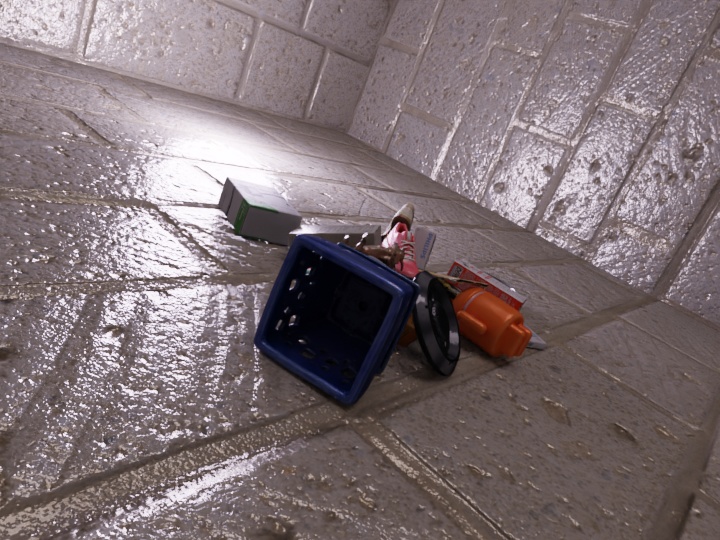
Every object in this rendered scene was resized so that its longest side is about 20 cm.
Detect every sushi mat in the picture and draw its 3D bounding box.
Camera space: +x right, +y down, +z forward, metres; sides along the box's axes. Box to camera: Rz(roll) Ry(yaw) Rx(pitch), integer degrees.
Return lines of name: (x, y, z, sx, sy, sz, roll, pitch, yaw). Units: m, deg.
sushi mat: (0.209, 0.017, 1.329, 0.095, 0.012, 0.200, 12, 2, -28)

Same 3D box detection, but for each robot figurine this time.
robot figurine: (0.283, 0.114, 1.245, 0.143, 0.117, 0.200, -33, 50, -26)

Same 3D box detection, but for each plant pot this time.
plant pot: (-0.023, 0.067, 0.899, 0.199, 0.202, 0.179, 29, 13, 19)

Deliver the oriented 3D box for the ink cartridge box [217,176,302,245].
ink cartridge box: (-0.254, -0.150, 1.381, 0.145, 0.085, 0.200, 10, 22, -35)

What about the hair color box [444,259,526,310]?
hair color box: (0.326, 0.049, 1.447, 0.199, 0.064, 0.111, 35, 15, 17)

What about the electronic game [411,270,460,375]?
electronic game: (0.143, 0.099, 1.059, 0.041, 0.202, 0.200, -16, 2, 25)

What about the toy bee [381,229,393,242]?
toy bee: (0.070, -0.070, 1.509, 0.199, 0.110, 0.130, 33, 19, 27)

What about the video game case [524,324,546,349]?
video game case: (0.352, 0.129, 1.427, 0.181, 0.023, 0.200, 13, 21, -29)

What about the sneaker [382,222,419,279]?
sneaker: (0.101, -0.050, 1.350, 0.073, 0.087, 0.201, 13, 29, -21)

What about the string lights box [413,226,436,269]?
string lights box: (0.167, -0.061, 1.530, 0.058, 0.104, 0.200, 20, 4, 7)

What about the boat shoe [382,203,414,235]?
boat shoe: (0.108, -0.115, 1.567, 0.072, 0.200, 0.065, 28, 60, 4)

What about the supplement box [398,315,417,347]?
supplement box: (0.029, 0.065, 1.064, 0.199, 0.069, 0.067, 30, 45, -15)

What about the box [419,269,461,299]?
box: (0.159, 0.047, 1.384, 0.198, 0.050, 0.161, 10, 19, -36)

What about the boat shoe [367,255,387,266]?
boat shoe: (0.061, 0.041, 1.128, 0.200, 0.056, 0.069, 38, 43, -25)

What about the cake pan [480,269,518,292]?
cake pan: (0.376, 0.050, 1.645, 0.198, 0.037, 0.201, 21, 18, -7)

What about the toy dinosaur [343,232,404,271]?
toy dinosaur: (0.000, 0.000, 1.178, 0.136, 0.199, 0.086, 49, 6, -22)

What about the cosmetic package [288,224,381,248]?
cosmetic package: (-0.055, -0.062, 1.278, 0.198, 0.074, 0.104, 2, 16, 12)

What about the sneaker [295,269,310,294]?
sneaker: (-0.043, 0.061, 1.109, 0.198, 0.070, 0.094, 21, 42, -29)
